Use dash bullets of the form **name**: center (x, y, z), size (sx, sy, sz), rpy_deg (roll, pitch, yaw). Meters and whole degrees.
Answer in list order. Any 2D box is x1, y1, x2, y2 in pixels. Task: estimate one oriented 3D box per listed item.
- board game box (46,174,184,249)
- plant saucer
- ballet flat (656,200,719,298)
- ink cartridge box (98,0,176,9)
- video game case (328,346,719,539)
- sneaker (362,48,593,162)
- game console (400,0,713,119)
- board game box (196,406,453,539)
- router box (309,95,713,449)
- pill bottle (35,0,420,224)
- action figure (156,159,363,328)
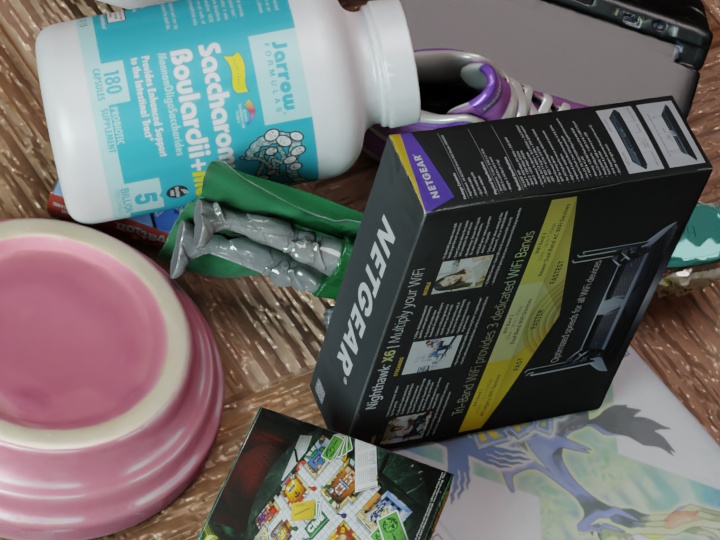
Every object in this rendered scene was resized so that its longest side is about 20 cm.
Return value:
- **board game box**: center (-0.104, -0.094, 1.442), size (0.102, 0.020, 0.201), rpy_deg (17, 49, 0)
- **plant saucer**: center (-0.166, 0.045, 1.288), size (0.199, 0.051, 0.201), rpy_deg (9, 50, -10)
- **ballet flat**: center (0.118, -0.011, 1.410), size (0.199, 0.064, 0.076), rpy_deg (6, 66, -11)
- **ink cartridge box**: center (-0.071, -0.228, 1.480), size (0.145, 0.085, 0.200), rpy_deg (18, 40, 32)
- **video game case**: center (0.103, 0.118, 1.301), size (0.199, 0.022, 0.182), rpy_deg (-24, 61, -32)
- **sneaker**: center (0.094, -0.078, 1.417), size (0.199, 0.114, 0.073), rpy_deg (9, 76, -4)
- **game console**: center (0.107, -0.134, 1.539), size (0.199, 0.117, 0.176), rpy_deg (19, 19, -1)
- **board game box**: center (-0.036, 0.160, 1.155), size (0.104, 0.024, 0.201), rpy_deg (21, 52, 7)
- **router box**: center (0.071, 0.006, 1.239), size (0.156, 0.201, 0.052), rpy_deg (-9, 54, -23)
- **pill bottle**: center (-0.071, -0.096, 1.338), size (0.199, 0.111, 0.111), rpy_deg (-12, 54, -4)
- **action figure**: center (0.000, 0.000, 1.330), size (0.199, 0.118, 0.055), rpy_deg (13, 66, -17)
